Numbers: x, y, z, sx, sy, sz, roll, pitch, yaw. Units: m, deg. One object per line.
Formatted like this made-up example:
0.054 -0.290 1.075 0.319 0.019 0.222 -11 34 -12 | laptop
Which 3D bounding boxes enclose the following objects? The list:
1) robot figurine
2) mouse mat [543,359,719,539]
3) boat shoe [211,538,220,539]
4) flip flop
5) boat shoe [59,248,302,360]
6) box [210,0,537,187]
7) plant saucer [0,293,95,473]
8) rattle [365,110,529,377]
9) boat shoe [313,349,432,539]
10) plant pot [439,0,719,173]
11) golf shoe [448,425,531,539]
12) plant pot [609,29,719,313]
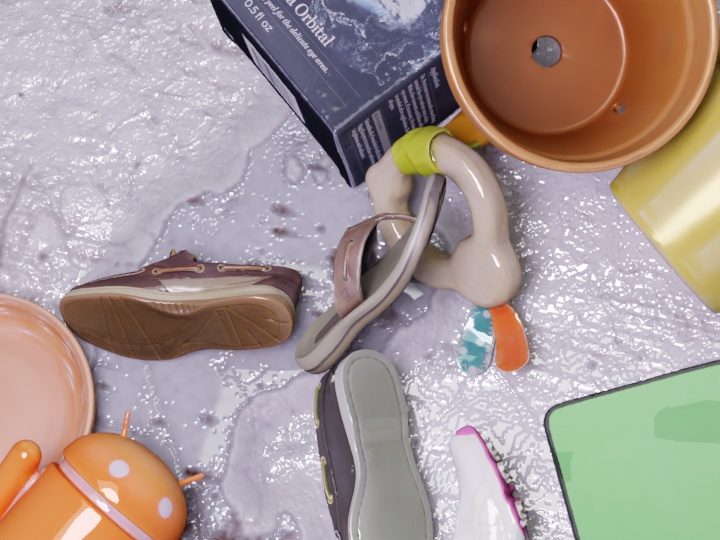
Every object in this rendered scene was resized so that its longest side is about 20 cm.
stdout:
-0.213 0.205 1.453 0.144 0.117 0.200 38 84 32 | robot figurine
0.237 0.177 1.451 0.160 0.008 0.201 -15 69 4 | mouse mat
-0.039 0.266 1.437 0.200 0.076 0.074 36 58 25 | boat shoe
0.000 0.000 1.470 0.057 0.200 0.081 36 34 -8 | flip flop
-0.142 0.022 1.542 0.199 0.072 0.072 -4 40 19 | boat shoe
0.007 -0.215 1.565 0.200 0.117 0.197 -38 70 -6 | box
-0.306 0.117 1.544 0.199 0.037 0.201 -3 71 9 | plant saucer
0.103 -0.027 1.531 0.130 0.143 0.200 -39 84 29 | rattle
0.006 0.165 1.466 0.071 0.061 0.202 3 71 -30 | boat shoe
0.149 -0.168 1.420 0.199 0.140 0.201 0 89 -6 | plant pot
0.091 0.214 1.428 0.091 0.075 0.201 -21 68 5 | golf shoe
0.298 -0.075 1.437 0.189 0.201 0.201 -40 69 10 | plant pot
